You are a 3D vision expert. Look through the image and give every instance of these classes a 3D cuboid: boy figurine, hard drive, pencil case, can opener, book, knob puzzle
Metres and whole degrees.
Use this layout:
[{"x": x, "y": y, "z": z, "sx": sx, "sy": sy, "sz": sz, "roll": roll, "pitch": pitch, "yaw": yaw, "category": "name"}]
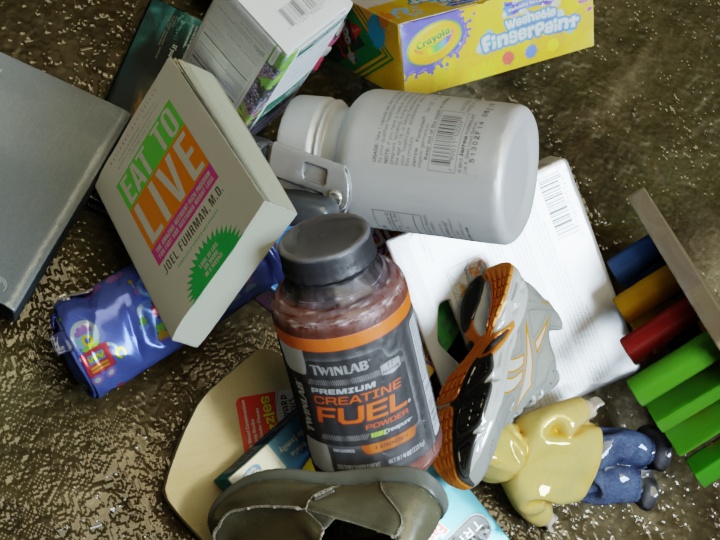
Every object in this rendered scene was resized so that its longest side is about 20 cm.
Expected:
[{"x": 0.163, "y": 0.164, "z": 1.625, "sx": 0.199, "sy": 0.064, "sz": 0.125, "roll": 7, "pitch": 108, "yaw": -21, "category": "boy figurine"}, {"x": -0.293, "y": -0.072, "z": 1.548, "sx": 0.139, "sy": 0.033, "sz": 0.201, "roll": 25, "pitch": 65, "yaw": 5, "category": "hard drive"}, {"x": -0.158, "y": 0.020, "z": 1.536, "sx": 0.199, "sy": 0.078, "sz": 0.087, "roll": -32, "pitch": 100, "yaw": -12, "category": "pencil case"}, {"x": -0.098, "y": -0.082, "z": 1.538, "sx": 0.199, "sy": 0.054, "sz": 0.067, "roll": 20, "pitch": 21, "yaw": 24, "category": "can opener"}, {"x": -0.131, "y": -0.054, "z": 1.475, "sx": 0.048, "sy": 0.134, "sz": 0.200, "roll": 21, "pitch": 24, "yaw": -39, "category": "book"}, {"x": -0.067, "y": 0.162, "z": 1.565, "sx": 0.218, "sy": 0.030, "sz": 0.221, "roll": 2, "pitch": 82, "yaw": -18, "category": "knob puzzle"}]

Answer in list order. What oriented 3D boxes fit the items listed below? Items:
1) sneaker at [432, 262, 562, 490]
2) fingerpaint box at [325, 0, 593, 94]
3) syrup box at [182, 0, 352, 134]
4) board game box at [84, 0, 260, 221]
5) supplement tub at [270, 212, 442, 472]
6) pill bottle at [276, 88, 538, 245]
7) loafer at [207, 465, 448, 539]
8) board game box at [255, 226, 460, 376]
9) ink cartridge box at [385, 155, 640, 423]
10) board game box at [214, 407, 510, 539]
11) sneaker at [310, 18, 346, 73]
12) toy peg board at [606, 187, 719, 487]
[{"x": 0.122, "y": 0.095, "z": 1.563, "sx": 0.092, "sy": 0.076, "sz": 0.201, "roll": 33, "pitch": 59, "yaw": -25, "category": "sneaker"}, {"x": 0.078, "y": -0.226, "z": 1.687, "sx": 0.199, "sy": 0.167, "sz": 0.074, "roll": -19, "pitch": 119, "yaw": -26, "category": "fingerpaint box"}, {"x": -0.086, "y": -0.177, "z": 1.556, "sx": 0.079, "sy": 0.200, "sz": 0.081, "roll": -40, "pitch": 85, "yaw": -28, "category": "syrup box"}, {"x": -0.156, "y": -0.121, "z": 1.638, "sx": 0.135, "sy": 0.028, "sz": 0.201, "roll": 26, "pitch": 64, "yaw": -11, "category": "board game box"}, {"x": -0.007, "y": 0.060, "z": 1.437, "sx": 0.107, "sy": 0.107, "sz": 0.201, "roll": -31, "pitch": 122, "yaw": -27, "category": "supplement tub"}, {"x": 0.037, "y": -0.089, "z": 1.567, "sx": 0.199, "sy": 0.114, "sz": 0.115, "roll": 8, "pitch": 64, "yaw": 19, "category": "pill bottle"}, {"x": -0.033, "y": 0.192, "z": 1.425, "sx": 0.075, "sy": 0.199, "sz": 0.070, "roll": 57, "pitch": 35, "yaw": -32, "category": "loafer"}, {"x": 0.000, "y": 0.000, "z": 1.647, "sx": 0.200, "sy": 0.040, "sz": 0.153, "roll": 37, "pitch": 63, "yaw": -5, "category": "board game box"}, {"x": 0.128, "y": 0.027, "z": 1.647, "sx": 0.175, "sy": 0.045, "sz": 0.201, "roll": -24, "pitch": 102, "yaw": -11, "category": "ink cartridge box"}, {"x": 0.005, "y": 0.195, "z": 1.543, "sx": 0.151, "sy": 0.047, "sz": 0.200, "roll": -41, "pitch": 96, "yaw": -18, "category": "board game box"}, {"x": -0.088, "y": -0.260, "z": 1.663, "sx": 0.200, "sy": 0.075, "sz": 0.081, "roll": 44, "pitch": 24, "yaw": 15, "category": "sneaker"}, {"x": 0.276, "y": 0.070, "z": 1.644, "sx": 0.098, "sy": 0.200, "sz": 0.200, "roll": -32, "pitch": 43, "yaw": 8, "category": "toy peg board"}]
